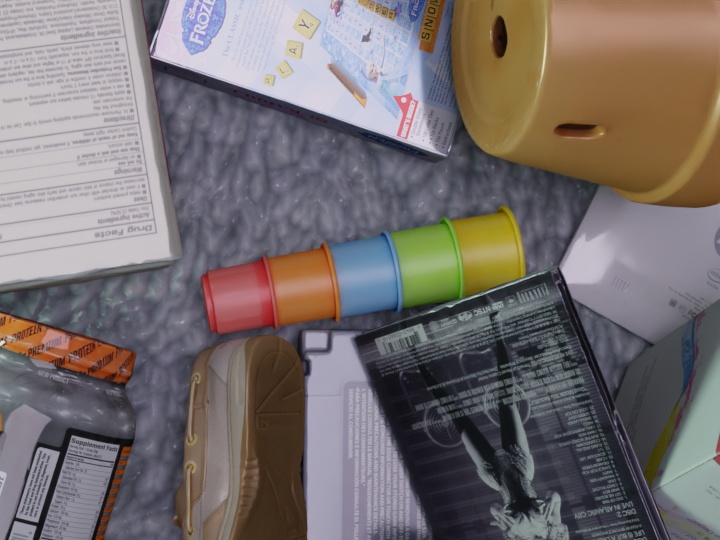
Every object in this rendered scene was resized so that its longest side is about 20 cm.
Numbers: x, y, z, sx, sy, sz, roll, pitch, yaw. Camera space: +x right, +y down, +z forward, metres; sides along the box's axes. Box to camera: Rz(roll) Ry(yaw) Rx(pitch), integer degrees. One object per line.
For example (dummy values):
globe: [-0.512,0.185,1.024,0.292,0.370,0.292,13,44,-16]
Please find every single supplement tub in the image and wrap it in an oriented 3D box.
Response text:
supplement tub: [-0.203,0.129,0.799,0.122,0.123,0.201,17,84,-10]

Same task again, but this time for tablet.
tablet: [0.240,0.000,0.942,0.200,0.014,0.130,29,83,-9]

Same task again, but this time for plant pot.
plant pot: [0.142,-0.135,0.825,0.139,0.200,0.201,-3,88,-18]

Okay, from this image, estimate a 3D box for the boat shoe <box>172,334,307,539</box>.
boat shoe: [-0.078,0.140,0.851,0.074,0.069,0.201,17,74,-50]

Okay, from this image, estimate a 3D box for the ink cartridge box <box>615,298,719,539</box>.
ink cartridge box: [0.249,0.107,0.828,0.145,0.200,0.145,31,56,-8]

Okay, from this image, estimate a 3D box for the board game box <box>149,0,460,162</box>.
board game box: [-0.012,-0.194,0.887,0.199,0.041,0.201,18,85,-9]

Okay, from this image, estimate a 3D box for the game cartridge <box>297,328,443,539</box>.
game cartridge: [0.026,0.138,0.886,0.133,0.042,0.201,1,88,-15]

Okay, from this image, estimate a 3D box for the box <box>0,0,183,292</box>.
box: [-0.183,-0.092,0.817,0.127,0.109,0.201,-9,90,-11]

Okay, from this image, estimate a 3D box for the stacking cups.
stacking cups: [0.000,0.000,0.878,0.199,0.061,0.061,-7,89,-7]

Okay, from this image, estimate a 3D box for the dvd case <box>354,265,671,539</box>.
dvd case: [0.091,0.111,0.823,0.016,0.148,0.201,-24,93,-53]
